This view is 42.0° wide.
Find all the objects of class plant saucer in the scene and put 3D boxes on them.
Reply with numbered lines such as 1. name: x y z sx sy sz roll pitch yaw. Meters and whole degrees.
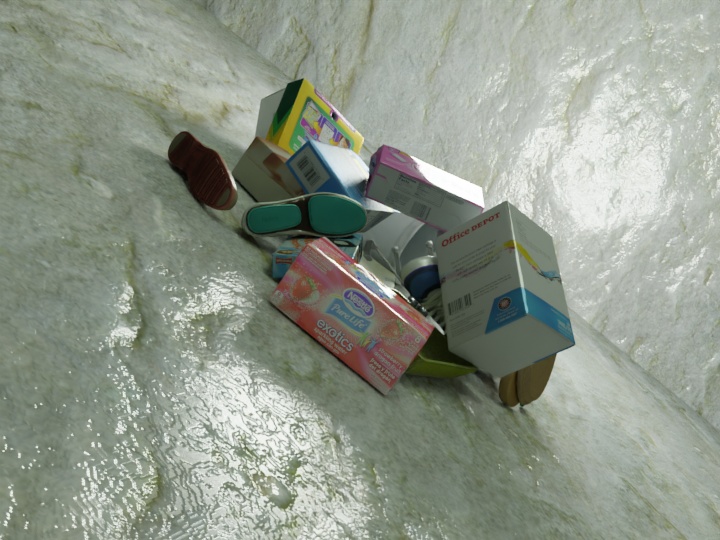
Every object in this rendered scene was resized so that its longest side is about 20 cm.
1. plant saucer: 0.060 0.095 1.409 0.200 0.048 0.199 45 14 28

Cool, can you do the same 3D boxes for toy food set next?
1. toy food set: 0.298 0.137 1.611 0.048 0.204 0.197 13 1 25

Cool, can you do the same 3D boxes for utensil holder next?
1. utensil holder: 0.056 -0.101 1.846 0.200 0.171 0.169 41 13 25

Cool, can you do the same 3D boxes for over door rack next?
1. over door rack: 0.111 -0.029 1.637 0.200 0.145 0.068 36 50 -59

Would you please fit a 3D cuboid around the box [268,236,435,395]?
1. box: -0.009 0.056 1.233 0.199 0.095 0.103 38 13 5

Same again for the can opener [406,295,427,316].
1. can opener: 0.115 0.051 1.714 0.052 0.067 0.200 39 17 5

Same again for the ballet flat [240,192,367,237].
1. ballet flat: -0.089 -0.081 1.431 0.196 0.071 0.070 -4 29 -20

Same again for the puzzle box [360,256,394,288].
1. puzzle box: 0.000 0.000 1.646 0.132 0.026 0.200 38 12 -4

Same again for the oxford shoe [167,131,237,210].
1. oxford shoe: -0.225 -0.147 1.436 0.074 0.071 0.200 33 13 -45

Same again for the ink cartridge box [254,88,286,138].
1. ink cartridge box: -0.124 -0.263 1.955 0.084 0.147 0.199 -11 -27 40

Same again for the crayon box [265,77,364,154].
1. crayon box: -0.094 -0.250 1.879 0.058 0.175 0.200 -6 -36 42

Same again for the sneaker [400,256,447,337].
1. sneaker: 0.149 0.074 1.515 0.199 0.080 0.148 36 27 -49

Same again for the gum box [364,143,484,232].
1. gum box: 0.102 -0.132 1.551 0.197 0.067 0.114 24 22 -4

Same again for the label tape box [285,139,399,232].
1. label tape box: -0.025 -0.136 1.567 0.144 0.066 0.199 55 17 12

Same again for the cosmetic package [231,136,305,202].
1. cosmetic package: -0.123 -0.137 1.650 0.200 0.088 0.103 45 13 30

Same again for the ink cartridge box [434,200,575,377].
1. ink cartridge box: 0.220 0.030 1.454 0.145 0.145 0.203 29 45 -41

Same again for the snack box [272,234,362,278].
1. snack box: -0.060 -0.023 1.392 0.114 0.038 0.200 3 12 3
